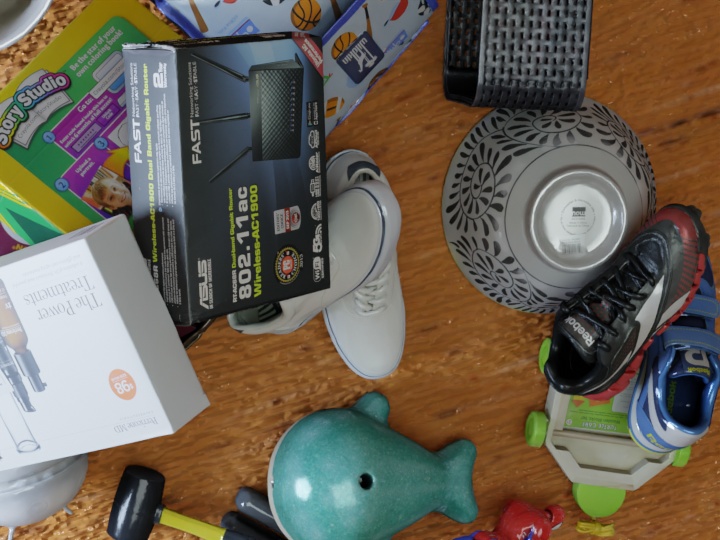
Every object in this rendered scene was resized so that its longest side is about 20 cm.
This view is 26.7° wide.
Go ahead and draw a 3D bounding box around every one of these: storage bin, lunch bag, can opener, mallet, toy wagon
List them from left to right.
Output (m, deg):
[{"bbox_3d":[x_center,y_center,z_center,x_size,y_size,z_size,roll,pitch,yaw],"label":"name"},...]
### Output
[{"bbox_3d":[-0.123,0.220,1.317,0.198,0.041,0.067,10,95,11],"label":"mallet"},{"bbox_3d":[-0.051,-0.219,1.233,0.170,0.124,0.200,-48,118,3],"label":"lunch bag"},{"bbox_3d":[-0.031,0.264,1.358,0.199,0.067,0.054,31,94,-14],"label":"can opener"},{"bbox_3d":[0.129,-0.236,1.245,0.093,0.135,0.202,2,99,-9],"label":"storage bin"},{"bbox_3d":[0.228,0.143,1.391,0.154,0.040,0.202,9,100,-10],"label":"toy wagon"}]

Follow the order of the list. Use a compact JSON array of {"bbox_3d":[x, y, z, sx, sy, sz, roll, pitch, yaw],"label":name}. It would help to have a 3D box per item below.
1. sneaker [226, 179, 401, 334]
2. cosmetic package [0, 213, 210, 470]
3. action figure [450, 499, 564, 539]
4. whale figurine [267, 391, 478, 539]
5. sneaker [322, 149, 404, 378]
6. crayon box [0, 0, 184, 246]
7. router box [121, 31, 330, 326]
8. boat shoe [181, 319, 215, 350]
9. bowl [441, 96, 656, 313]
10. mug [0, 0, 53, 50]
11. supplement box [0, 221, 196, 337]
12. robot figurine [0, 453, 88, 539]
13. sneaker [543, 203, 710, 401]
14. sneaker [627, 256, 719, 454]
[{"bbox_3d":[-0.040,0.000,1.234,0.073,0.070,0.200,56,133,14],"label":"sneaker"},{"bbox_3d":[-0.221,0.058,1.111,0.199,0.052,0.152,-16,105,37],"label":"cosmetic package"},{"bbox_3d":[0.105,0.269,1.348,0.199,0.065,0.100,-20,120,-29],"label":"action figure"},{"bbox_3d":[0.021,0.185,1.326,0.198,0.104,0.161,4,80,-21],"label":"whale figurine"},{"bbox_3d":[0.000,0.000,1.300,0.072,0.071,0.202,-11,103,-7],"label":"sneaker"},{"bbox_3d":[-0.190,-0.097,1.170,0.172,0.058,0.200,39,59,-1],"label":"crayon box"},{"bbox_3d":[-0.095,-0.072,1.120,0.149,0.062,0.202,-14,106,-46],"label":"router box"},{"bbox_3d":[-0.123,-0.003,1.285,0.074,0.075,0.203,32,95,-14],"label":"boat shoe"},{"bbox_3d":[0.176,-0.051,1.315,0.198,0.094,0.203,-2,101,-8],"label":"bowl"},{"bbox_3d":[-0.302,-0.262,1.163,0.148,0.153,0.189,-3,101,-8],"label":"mug"},{"bbox_3d":[-0.231,-0.015,1.221,0.110,0.086,0.201,-31,79,-1],"label":"supplement box"},{"bbox_3d":[-0.293,0.126,1.263,0.169,0.113,0.202,-21,105,-32],"label":"robot figurine"},{"bbox_3d":[0.217,0.031,1.269,0.097,0.071,0.201,-5,133,-48],"label":"sneaker"},{"bbox_3d":[0.284,0.061,1.330,0.073,0.082,0.202,4,84,-10],"label":"sneaker"}]
